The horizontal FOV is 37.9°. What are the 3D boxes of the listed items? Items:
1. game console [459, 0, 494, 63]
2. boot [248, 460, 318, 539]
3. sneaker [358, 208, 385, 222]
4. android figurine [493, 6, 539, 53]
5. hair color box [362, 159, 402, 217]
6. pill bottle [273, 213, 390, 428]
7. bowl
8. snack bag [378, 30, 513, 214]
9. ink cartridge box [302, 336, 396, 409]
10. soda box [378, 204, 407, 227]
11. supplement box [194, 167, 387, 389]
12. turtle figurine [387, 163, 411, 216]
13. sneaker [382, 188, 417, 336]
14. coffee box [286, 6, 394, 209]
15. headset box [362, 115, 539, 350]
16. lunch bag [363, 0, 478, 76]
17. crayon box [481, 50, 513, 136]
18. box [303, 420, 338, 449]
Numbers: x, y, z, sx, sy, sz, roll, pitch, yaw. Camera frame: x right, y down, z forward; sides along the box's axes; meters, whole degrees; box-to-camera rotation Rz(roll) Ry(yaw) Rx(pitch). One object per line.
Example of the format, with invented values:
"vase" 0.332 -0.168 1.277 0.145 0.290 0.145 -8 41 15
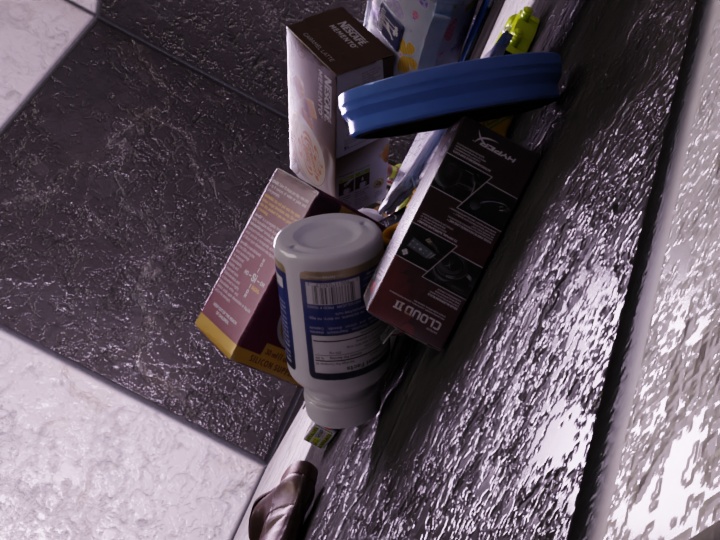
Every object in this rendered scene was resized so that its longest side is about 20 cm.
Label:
"game console" 0.187 -0.297 1.147 0.200 0.168 0.120 -69 -29 -68
"boot" -0.119 0.356 1.283 0.201 0.063 0.188 -74 7 -53
"sneaker" -0.019 -0.013 1.351 0.201 0.075 0.089 -56 -3 36
"android figurine" 0.197 -0.285 1.480 0.201 0.041 0.184 116 179 -59
"hair color box" 0.041 -0.047 1.477 0.061 0.098 0.202 96 -162 -64
"pill bottle" -0.025 0.054 1.068 0.111 0.109 0.203 -66 -25 -61
"bowl" 0.080 -0.150 0.919 0.201 0.197 0.040 -101 0 -87
"snack bag" 0.094 -0.167 1.218 0.190 0.021 0.200 -62 9 -20
"ink cartridge box" -0.001 0.095 1.328 0.117 0.066 0.201 -61 3 34
"soda box" 0.000 0.000 1.260 0.198 0.071 0.063 -31 16 21
"supplement box" -0.070 0.012 1.156 0.103 0.130 0.202 32 95 52
"turtle figurine" 0.078 -0.097 1.356 0.199 0.064 0.164 6 -82 -49
"sneaker" 0.053 -0.012 1.096 0.201 0.081 0.078 -63 2 42
"coffee box" -0.025 -0.179 1.209 0.079 0.115 0.202 -23 -39 -24
"headset box" 0.069 -0.025 0.928 0.202 0.076 0.149 -62 2 3
"lunch bag" 0.070 -0.301 1.160 0.171 0.125 0.202 105 170 -54
"crayon box" 0.131 -0.147 1.227 0.202 0.051 0.126 -66 3 -34
"box" -0.019 0.152 1.531 0.202 0.034 0.110 -65 3 -28
